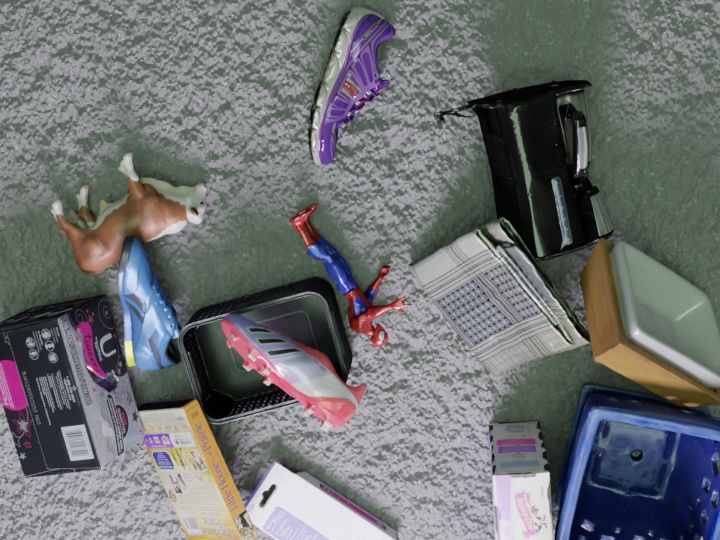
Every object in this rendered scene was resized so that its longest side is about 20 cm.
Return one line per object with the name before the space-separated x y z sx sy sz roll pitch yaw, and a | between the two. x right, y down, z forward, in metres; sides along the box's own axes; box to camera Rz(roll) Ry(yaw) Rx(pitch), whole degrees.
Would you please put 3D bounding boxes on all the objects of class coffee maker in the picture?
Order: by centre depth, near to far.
coffee maker | 0.202 -0.118 1.603 0.190 0.135 0.202 -9 101 10

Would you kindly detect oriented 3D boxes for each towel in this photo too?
towel | 0.167 0.040 1.621 0.193 0.035 0.200 53 144 -6

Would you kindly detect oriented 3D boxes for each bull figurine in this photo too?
bull figurine | -0.295 -0.076 1.676 0.199 0.065 0.122 -31 94 7

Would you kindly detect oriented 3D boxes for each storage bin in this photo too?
storage bin | -0.120 0.102 1.684 0.198 0.094 0.137 -15 99 6

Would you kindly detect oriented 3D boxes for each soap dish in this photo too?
soap dish | 0.353 0.069 1.588 0.199 0.158 0.081 28 132 -33

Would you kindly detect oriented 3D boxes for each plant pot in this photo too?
plant pot | 0.350 0.254 1.638 0.198 0.180 0.202 11 101 1

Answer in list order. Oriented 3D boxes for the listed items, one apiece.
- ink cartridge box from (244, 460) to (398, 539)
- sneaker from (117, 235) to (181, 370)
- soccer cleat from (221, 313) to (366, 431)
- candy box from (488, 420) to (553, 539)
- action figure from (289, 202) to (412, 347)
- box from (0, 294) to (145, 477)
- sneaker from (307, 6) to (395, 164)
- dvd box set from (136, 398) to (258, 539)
ink cartridge box | -0.056 0.340 1.755 0.199 0.037 0.095 33 102 -5
sneaker | -0.266 0.042 1.674 0.078 0.066 0.202 2 125 3
soccer cleat | -0.084 0.113 1.613 0.200 0.067 0.077 41 70 1
candy box | 0.201 0.300 1.646 0.071 0.200 0.170 -3 100 5
action figure | 0.000 0.000 1.669 0.098 0.065 0.201 -25 98 17
box | -0.378 0.147 1.685 0.131 0.115 0.202 -10 102 24
sneaker | -0.011 -0.222 1.623 0.083 0.081 0.202 20 101 -6
dvd box set | -0.218 0.265 1.707 0.029 0.146 0.202 -29 100 -36
